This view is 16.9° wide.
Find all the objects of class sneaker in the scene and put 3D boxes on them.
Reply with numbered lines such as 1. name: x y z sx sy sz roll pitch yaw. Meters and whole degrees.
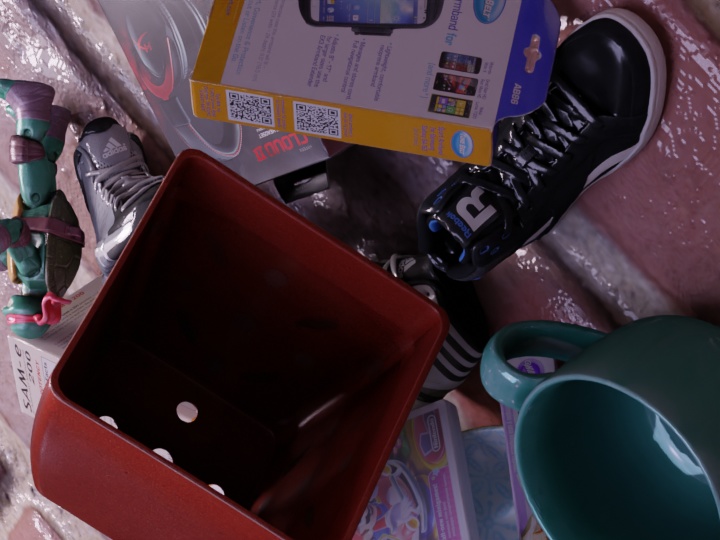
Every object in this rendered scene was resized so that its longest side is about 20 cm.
1. sneaker: 0.000 0.000 1.561 0.200 0.076 0.115 37 130 -8
2. sneaker: 0.098 -0.058 1.396 0.073 0.112 0.200 44 140 11
3. sneaker: -0.165 -0.056 1.672 0.200 0.074 0.116 136 116 -72

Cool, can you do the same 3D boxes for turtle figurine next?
1. turtle figurine: -0.244 -0.027 1.719 0.150 0.100 0.202 141 136 -73

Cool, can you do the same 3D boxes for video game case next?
1. video game case: -0.016 0.181 1.565 0.199 0.018 0.144 -22 60 23

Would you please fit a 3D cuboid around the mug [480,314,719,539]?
1. mug: 0.174 0.090 1.414 0.152 0.114 0.186 -28 93 51

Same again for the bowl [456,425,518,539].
1. bowl: 0.099 0.209 1.560 0.199 0.201 0.108 22 173 35

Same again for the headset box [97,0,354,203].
1. headset box: -0.073 -0.139 1.551 0.148 0.075 0.201 -15 104 50

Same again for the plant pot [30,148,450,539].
1. plant pot: -0.095 0.085 1.500 0.199 0.201 0.176 33 144 -8

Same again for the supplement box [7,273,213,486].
1. supplement box: -0.137 0.077 1.722 0.199 0.126 0.074 22 131 36

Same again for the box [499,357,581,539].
1. box: 0.114 0.149 1.480 0.042 0.038 0.202 70 -168 -63

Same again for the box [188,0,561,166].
1. box: 0.012 -0.128 1.386 0.198 0.120 0.042 11 148 5
